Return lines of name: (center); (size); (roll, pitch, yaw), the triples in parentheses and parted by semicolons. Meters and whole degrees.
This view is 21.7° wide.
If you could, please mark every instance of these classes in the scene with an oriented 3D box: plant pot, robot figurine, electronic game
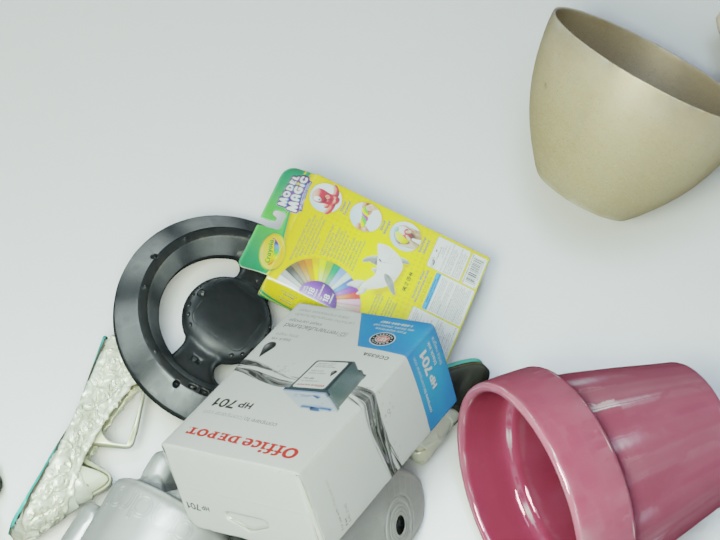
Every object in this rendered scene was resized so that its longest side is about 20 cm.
plant pot: (0.227, -0.123, 1.651); (0.200, 0.200, 0.135); (31, 109, 10)
plant pot: (0.202, 0.162, 1.546); (0.178, 0.200, 0.201); (-17, 71, -23)
robot figurine: (-0.183, 0.251, 1.543); (0.169, 0.113, 0.201); (17, 69, 34)
electronic game: (-0.117, 0.044, 1.636); (0.199, 0.042, 0.201); (7, 64, -14)

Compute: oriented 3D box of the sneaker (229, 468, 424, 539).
sneaker: (-0.037, 0.209, 1.552); (0.111, 0.200, 0.074); (-2, 99, 31)

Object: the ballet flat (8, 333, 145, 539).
ballet flat: (-0.230, 0.148, 1.602); (0.071, 0.072, 0.201); (23, 73, 8)

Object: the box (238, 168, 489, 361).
box: (0.000, 0.000, 1.640); (0.199, 0.048, 0.118); (27, 62, -3)

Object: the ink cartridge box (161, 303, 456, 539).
ink cartridge box: (-0.039, 0.122, 1.506); (0.146, 0.086, 0.200); (7, 37, 35)

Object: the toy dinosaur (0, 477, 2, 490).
toy dinosaur: (-0.349, 0.240, 1.570); (0.088, 0.047, 0.201); (18, 68, -32)

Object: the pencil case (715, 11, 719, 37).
pencil case: (0.372, -0.156, 1.698); (0.077, 0.090, 0.201); (-3, 72, -2)

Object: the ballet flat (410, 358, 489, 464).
ballet flat: (0.024, 0.139, 1.607); (0.199, 0.068, 0.069); (-20, 62, 3)
